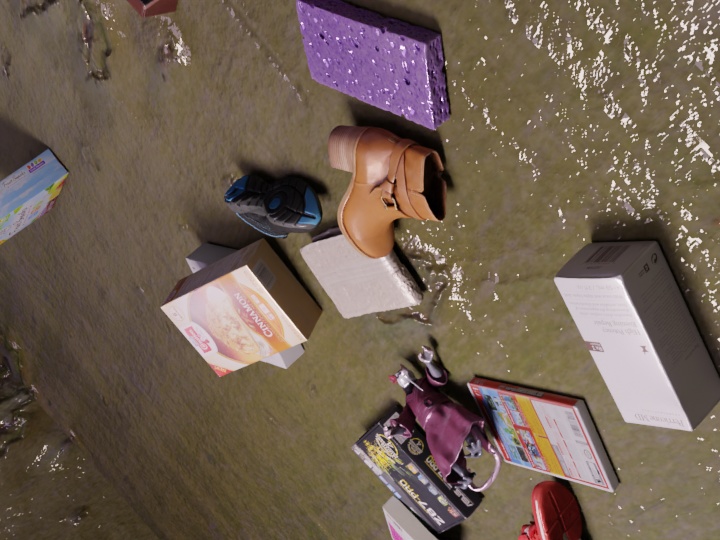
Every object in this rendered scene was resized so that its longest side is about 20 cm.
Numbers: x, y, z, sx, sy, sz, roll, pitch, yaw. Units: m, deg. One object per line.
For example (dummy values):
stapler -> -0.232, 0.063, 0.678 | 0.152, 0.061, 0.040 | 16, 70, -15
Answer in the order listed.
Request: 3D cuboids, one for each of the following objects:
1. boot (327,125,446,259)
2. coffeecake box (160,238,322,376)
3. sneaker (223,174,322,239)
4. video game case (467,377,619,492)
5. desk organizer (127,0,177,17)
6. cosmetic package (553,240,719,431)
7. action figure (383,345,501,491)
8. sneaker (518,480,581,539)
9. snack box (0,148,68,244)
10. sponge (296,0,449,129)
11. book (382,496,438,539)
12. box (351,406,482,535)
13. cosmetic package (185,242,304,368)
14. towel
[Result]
boot -> 0.044, -0.079, 1.460 | 0.154, 0.074, 0.201 | 18, 141, 38
coffeecake box -> -0.184, 0.060, 1.857 | 0.199, 0.073, 0.154 | -24, 114, 36
sneaker -> -0.107, -0.084, 1.687 | 0.199, 0.073, 0.082 | 20, 157, 51
video game case -> 0.239, 0.214, 1.591 | 0.199, 0.017, 0.144 | 7, 131, 51
desk organizer -> -0.326, -0.413, 1.583 | 0.200, 0.072, 0.077 | 46, 154, 6
cosmetic package -> 0.296, 0.069, 1.276 | 0.101, 0.074, 0.201 | -1, 123, 56
action figure -> 0.114, 0.197, 1.692 | 0.148, 0.134, 0.200 | 23, -160, -47
sneaker -> 0.253, 0.366, 1.693 | 0.115, 0.078, 0.202 | 11, 133, 47
snack box -> -0.652, -0.129, 2.287 | 0.068, 0.168, 0.200 | 50, 151, 0
sponge -> 0.012, -0.238, 1.354 | 0.199, 0.030, 0.112 | 28, 145, 36
book -> 0.096, 0.462, 2.018 | 0.133, 0.048, 0.201 | 43, 165, 23
box -> 0.086, 0.319, 1.903 | 0.200, 0.049, 0.161 | 47, 155, 4
cosmetic package -> -0.189, 0.057, 1.975 | 0.150, 0.052, 0.201 | 10, 133, 46
towel -> 0.000, 0.000, 1.657 | 0.133, 0.034, 0.199 | 56, 150, -14
